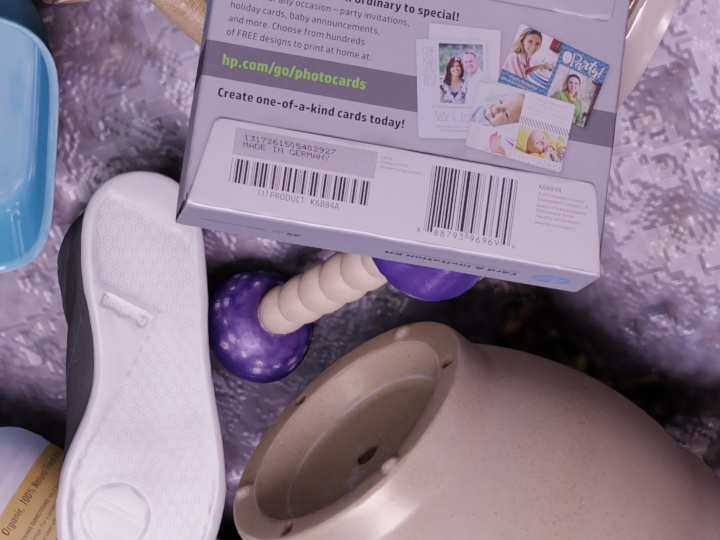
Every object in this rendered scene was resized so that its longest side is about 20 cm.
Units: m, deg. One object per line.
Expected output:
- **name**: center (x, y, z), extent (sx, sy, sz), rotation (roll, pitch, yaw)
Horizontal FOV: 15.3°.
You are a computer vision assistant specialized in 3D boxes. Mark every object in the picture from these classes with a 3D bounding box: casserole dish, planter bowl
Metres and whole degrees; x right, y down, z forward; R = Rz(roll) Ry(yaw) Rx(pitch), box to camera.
- **casserole dish**: center (-0.187, -0.066, 1.127), extent (0.121, 0.039, 0.200), rotation (5, 145, -5)
- **planter bowl**: center (0.034, 0.107, 1.086), extent (0.200, 0.201, 0.135), rotation (-30, 116, 26)

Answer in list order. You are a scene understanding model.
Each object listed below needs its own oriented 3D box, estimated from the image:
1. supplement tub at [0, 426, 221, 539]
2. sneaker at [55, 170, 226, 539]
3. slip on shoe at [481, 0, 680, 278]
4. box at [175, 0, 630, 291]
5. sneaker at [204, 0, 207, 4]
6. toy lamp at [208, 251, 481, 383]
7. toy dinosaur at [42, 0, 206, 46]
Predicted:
- **supplement tub**: center (-0.140, 0.160, 1.203), extent (0.199, 0.144, 0.145), rotation (30, 119, 0)
- **sneaker**: center (-0.096, 0.057, 1.151), extent (0.070, 0.099, 0.201), rotation (1, 93, -8)
- **slip on shoe**: center (0.070, -0.082, 1.072), extent (0.060, 0.076, 0.200), rotation (30, 127, -8)
- **box**: center (0.022, -0.104, 0.985), extent (0.155, 0.041, 0.201), rotation (9, 79, -9)
- **sneaker**: center (-0.056, -0.164, 1.029), extent (0.074, 0.085, 0.200), rotation (-26, 102, 50)
- **toy lamp**: center (0.000, 0.000, 1.085), extent (0.058, 0.058, 0.200), rotation (45, 148, -8)
- **toy dinosaur**: center (-0.101, -0.139, 1.098), extent (0.101, 0.058, 0.201), rotation (-19, 109, 21)
